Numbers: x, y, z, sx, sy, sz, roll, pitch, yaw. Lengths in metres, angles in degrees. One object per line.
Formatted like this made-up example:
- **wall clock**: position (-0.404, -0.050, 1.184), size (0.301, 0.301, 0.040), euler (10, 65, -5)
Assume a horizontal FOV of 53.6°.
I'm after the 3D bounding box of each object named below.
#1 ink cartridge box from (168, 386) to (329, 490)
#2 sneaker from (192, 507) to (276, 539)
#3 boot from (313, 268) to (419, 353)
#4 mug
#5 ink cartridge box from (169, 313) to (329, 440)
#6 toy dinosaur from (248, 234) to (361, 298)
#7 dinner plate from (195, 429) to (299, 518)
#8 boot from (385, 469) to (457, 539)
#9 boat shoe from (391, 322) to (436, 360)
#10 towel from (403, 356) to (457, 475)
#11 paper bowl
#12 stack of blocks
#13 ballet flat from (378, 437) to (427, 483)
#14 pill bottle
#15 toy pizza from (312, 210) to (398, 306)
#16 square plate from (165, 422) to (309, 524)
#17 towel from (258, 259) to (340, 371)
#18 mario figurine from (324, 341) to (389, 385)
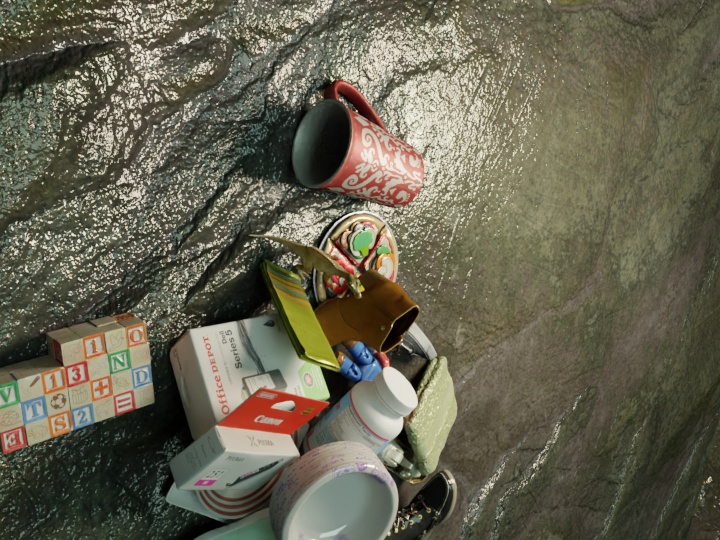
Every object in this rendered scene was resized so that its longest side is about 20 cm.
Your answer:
- **ink cartridge box**: position (-0.143, 0.243, 1.004), size (0.172, 0.044, 0.199), euler (-38, 152, 12)
- **sneaker**: position (-0.198, 0.461, 1.095), size (0.196, 0.119, 0.075), euler (-21, 145, -19)
- **boot**: position (-0.006, 0.096, 1.159), size (0.201, 0.144, 0.071), euler (-44, 131, -1)
- **mug**: position (0.010, -0.196, 1.140), size (0.197, 0.132, 0.183), euler (14, 93, -46)
- **ink cartridge box**: position (-0.163, 0.154, 1.056), size (0.196, 0.084, 0.149), euler (-8, 70, -40)
- **toy dinosaur**: position (-0.075, -0.020, 1.125), size (0.059, 0.196, 0.101), euler (-60, 174, -14)
- **dinner plate**: position (-0.178, 0.287, 1.119), size (0.197, 0.024, 0.206), euler (-12, 109, -39)
- **boot**: position (0.092, 0.475, 1.387), size (0.148, 0.074, 0.202), euler (3, 129, -38)
- **boat shoe**: position (0.078, 0.123, 1.320), size (0.067, 0.072, 0.200), euler (-41, 140, 2)
- **towel**: position (0.143, 0.281, 1.399), size (0.201, 0.036, 0.151), euler (-52, 131, -47)
- **paper bowl**: position (-0.047, 0.357, 1.107), size (0.196, 0.104, 0.206), euler (-11, 118, -22)
- **stack of blocks**: position (-0.373, 0.139, 0.919), size (0.197, 0.058, 0.119), euler (-16, 111, -39)
- **ballet flat**: position (0.070, 0.355, 1.371), size (0.199, 0.064, 0.072), euler (39, 75, -40)
- **pill bottle**: position (0.001, 0.258, 1.199), size (0.108, 0.110, 0.200), euler (27, 115, -42)
- **toy pizza**: position (0.000, 0.000, 1.242), size (0.197, 0.031, 0.206), euler (-12, 108, -40)
- **square plate**: position (-0.194, 0.300, 1.143), size (0.199, 0.028, 0.201), euler (39, 75, -41)
- **towel**: position (-0.092, 0.065, 1.076), size (0.085, 0.202, 0.018), euler (24, 116, -43)
- **mario figurine**: position (0.008, 0.197, 1.287), size (0.122, 0.107, 0.201), euler (-34, 118, 13)
